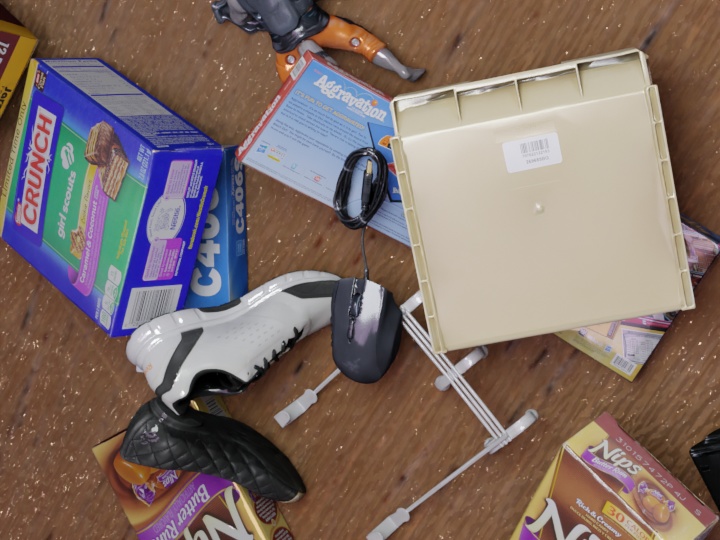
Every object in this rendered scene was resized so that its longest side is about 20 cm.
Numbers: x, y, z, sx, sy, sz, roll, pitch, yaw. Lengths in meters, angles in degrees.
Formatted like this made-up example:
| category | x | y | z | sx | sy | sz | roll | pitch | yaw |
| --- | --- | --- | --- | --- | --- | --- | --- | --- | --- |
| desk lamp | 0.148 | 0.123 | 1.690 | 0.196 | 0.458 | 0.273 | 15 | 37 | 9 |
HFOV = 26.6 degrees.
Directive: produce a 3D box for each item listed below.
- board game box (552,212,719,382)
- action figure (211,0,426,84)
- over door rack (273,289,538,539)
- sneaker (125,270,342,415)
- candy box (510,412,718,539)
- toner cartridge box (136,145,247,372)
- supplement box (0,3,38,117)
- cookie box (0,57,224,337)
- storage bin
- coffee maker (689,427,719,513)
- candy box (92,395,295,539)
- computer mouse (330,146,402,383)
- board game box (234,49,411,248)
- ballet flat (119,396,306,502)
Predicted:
| category | x | y | z | sx | sy | sz | roll | pitch | yaw |
| --- | --- | --- | --- | --- | --- | --- | --- | --- | --- |
| board game box | 0.170 | -0.020 | 1.224 | 0.200 | 0.035 | 0.136 | 32 | 107 | 3 |
| action figure | -0.030 | -0.219 | 1.240 | 0.200 | 0.105 | 0.194 | -33 | 97 | 23 |
| over door rack | 0.041 | 0.119 | 1.293 | 0.148 | 0.067 | 0.200 | 51 | 123 | 6 |
| sneaker | -0.090 | 0.063 | 1.271 | 0.080 | 0.200 | 0.074 | 58 | 157 | 29 |
| candy box | 0.186 | 0.215 | 1.192 | 0.117 | 0.056 | 0.200 | 44 | 143 | 22 |
| toner cartridge box | -0.150 | -0.009 | 1.341 | 0.095 | 0.043 | 0.200 | 1 | 98 | 20 |
| supplement box | -0.422 | -0.204 | 1.285 | 0.200 | 0.197 | 0.133 | 42 | 111 | 33 |
| cookie box | -0.217 | -0.066 | 1.286 | 0.200 | 0.075 | 0.171 | 36 | 118 | 40 |
| storage bin | 0.135 | -0.053 | 1.150 | 0.200 | 0.094 | 0.199 | -10 | 99 | 9 |
| coffee maker | 0.338 | 0.201 | 1.135 | 0.135 | 0.192 | 0.200 | -29 | 85 | 42 |
| candy box | -0.141 | 0.218 | 1.368 | 0.117 | 0.056 | 0.200 | -28 | 90 | 19 |
| computer mouse | 0.000 | 0.000 | 1.214 | 0.059 | 0.034 | 0.200 | 8 | 111 | 27 |
| board game box | 0.009 | -0.090 | 1.221 | 0.200 | 0.019 | 0.103 | 26 | 112 | -31 |
| ballet flat | -0.122 | 0.159 | 1.297 | 0.057 | 0.200 | 0.066 | -48 | 43 | 12 |
